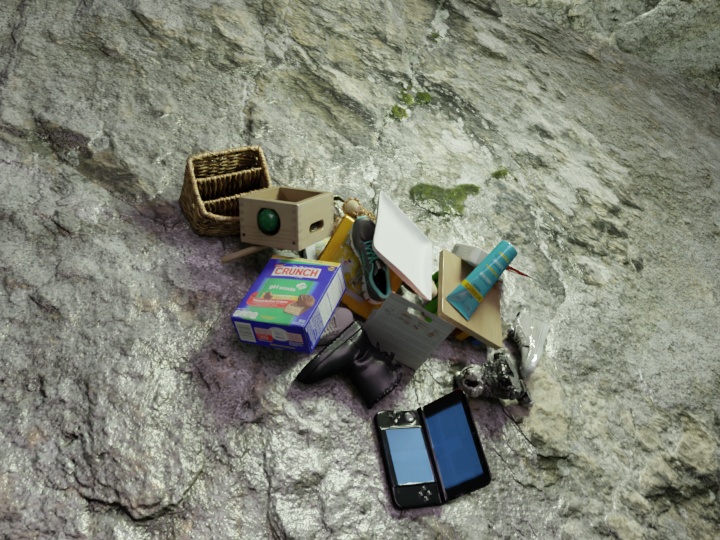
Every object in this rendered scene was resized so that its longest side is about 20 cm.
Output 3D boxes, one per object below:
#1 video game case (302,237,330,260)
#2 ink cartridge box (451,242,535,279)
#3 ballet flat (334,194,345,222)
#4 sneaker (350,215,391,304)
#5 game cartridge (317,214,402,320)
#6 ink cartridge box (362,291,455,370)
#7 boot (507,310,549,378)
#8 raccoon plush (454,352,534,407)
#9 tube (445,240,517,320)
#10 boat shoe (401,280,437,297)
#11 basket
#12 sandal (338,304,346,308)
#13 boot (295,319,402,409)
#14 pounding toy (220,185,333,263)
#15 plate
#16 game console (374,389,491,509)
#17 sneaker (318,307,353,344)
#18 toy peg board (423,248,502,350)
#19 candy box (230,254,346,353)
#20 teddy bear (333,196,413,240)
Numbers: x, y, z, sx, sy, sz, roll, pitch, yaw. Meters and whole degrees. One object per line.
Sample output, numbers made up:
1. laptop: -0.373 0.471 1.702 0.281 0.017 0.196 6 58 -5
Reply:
1. video game case: -0.058 -0.087 1.545 0.197 0.023 0.184 4 53 -24
2. ink cartridge box: 0.336 -0.011 1.583 0.174 0.045 0.200 28 2 -7
3. ballet flat: -0.020 -0.109 1.521 0.070 0.071 0.201 -24 68 -38
4. sneaker: 0.033 -0.023 1.358 0.076 0.091 0.204 -17 97 -15
5. game cartridge: 0.000 0.000 1.410 0.198 0.032 0.178 33 84 -12
6. ink cartridge box: 0.100 0.123 1.333 0.159 0.201 0.050 27 46 -4
7. boot: 0.409 0.183 1.541 0.095 0.074 0.200 30 38 7
8. raccoon plush: 0.306 0.284 1.415 0.201 0.133 0.097 54 24 -23
9. tube: 0.290 0.018 1.446 0.077 0.050 0.200 42 81 -3
10. boat shoe: 0.119 0.007 1.507 0.064 0.073 0.200 27 11 -38
11. basket: -0.300 -0.179 1.410 0.198 0.150 0.144 -17 62 -36
12. sandal: -0.108 0.071 1.370 0.197 0.054 0.081 20 47 -11
13. boot: -0.017 0.218 1.287 0.198 0.073 0.163 -39 91 -27
14. pounding toy: -0.185 -0.097 1.361 0.181 0.145 0.199 10 20 25
15. plate: 0.092 -0.053 1.381 0.200 0.032 0.202 43 35 -28
16. game console: 0.139 0.353 1.225 0.169 0.119 0.203 4 52 -24
17. sneaker: -0.089 0.129 1.301 0.197 0.084 0.074 -17 95 -29
18. toy peg board: 0.247 0.088 1.527 0.197 0.098 0.202 30 46 -24
19. candy box: -0.141 0.063 1.253 0.166 0.078 0.201 6 40 20
20. teddy bear: 0.028 -0.092 1.472 0.196 0.067 0.148 11 79 -17
